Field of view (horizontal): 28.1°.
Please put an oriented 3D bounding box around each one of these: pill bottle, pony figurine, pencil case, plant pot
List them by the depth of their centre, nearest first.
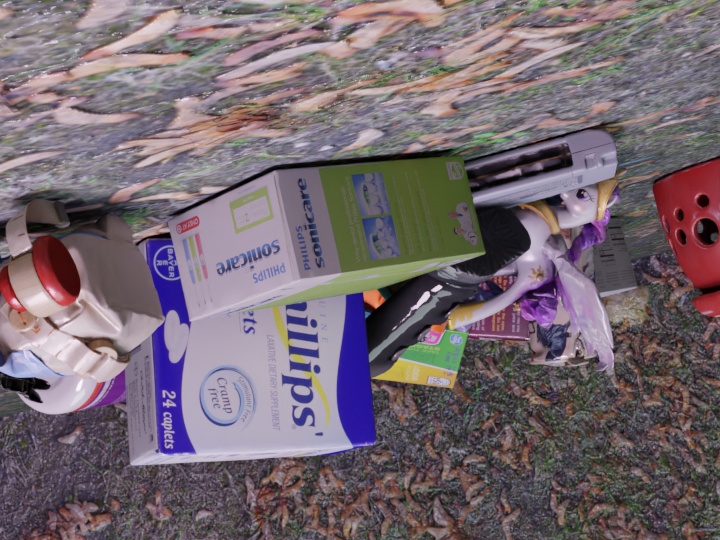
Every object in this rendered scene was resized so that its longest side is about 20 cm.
[{"bbox_3d":[0.173,-0.006,1.405,0.198,0.195,0.167,-13,-158,-3],"label":"pony figurine"},{"bbox_3d":[-0.272,0.086,1.518,0.111,0.114,0.200,-16,174,26],"label":"pill bottle"},{"bbox_3d":[0.219,0.003,1.553,0.077,0.203,0.089,-4,-176,-29],"label":"pencil case"},{"bbox_3d":[0.470,-0.046,1.748,0.198,0.185,0.200,-11,174,-1],"label":"plant pot"}]

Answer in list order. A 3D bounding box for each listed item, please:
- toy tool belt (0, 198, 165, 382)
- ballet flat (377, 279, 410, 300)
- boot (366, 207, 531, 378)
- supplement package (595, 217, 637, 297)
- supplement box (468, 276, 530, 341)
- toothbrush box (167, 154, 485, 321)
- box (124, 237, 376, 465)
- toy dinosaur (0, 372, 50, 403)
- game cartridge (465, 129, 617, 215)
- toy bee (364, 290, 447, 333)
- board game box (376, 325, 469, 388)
[{"bbox_3d":[-0.222,0.027,0.983,0.122,0.126,0.200,-23,173,10],"label":"toy tool belt"},{"bbox_3d":[0.026,-0.024,1.367,0.065,0.071,0.200,-42,157,-3],"label":"ballet flat"},{"bbox_3d":[0.044,0.027,1.301,0.200,0.066,0.164,-38,163,32],"label":"boot"},{"bbox_3d":[0.287,-0.003,2.087,0.155,0.112,0.199,-17,174,29],"label":"supplement package"},{"bbox_3d":[0.108,0.028,1.706,0.198,0.105,0.131,3,177,9],"label":"supplement box"},{"bbox_3d":[-0.025,-0.026,1.124,0.199,0.087,0.145,-10,174,-41],"label":"toothbrush box"},{"bbox_3d":[-0.100,0.070,1.254,0.198,0.186,0.105,0,168,-24],"label":"box"},{"bbox_3d":[-0.354,0.070,1.294,0.134,0.103,0.200,2,-157,20],"label":"toy dinosaur"},{"bbox_3d":[0.127,-0.078,1.270,0.198,0.042,0.133,-15,179,7],"label":"game cartridge"},{"bbox_3d":[0.000,0.000,1.502,0.131,0.200,0.109,-48,-159,7],"label":"toy bee"},{"bbox_3d":[0.017,0.073,1.614,0.198,0.041,0.153,7,152,1],"label":"board game box"}]
